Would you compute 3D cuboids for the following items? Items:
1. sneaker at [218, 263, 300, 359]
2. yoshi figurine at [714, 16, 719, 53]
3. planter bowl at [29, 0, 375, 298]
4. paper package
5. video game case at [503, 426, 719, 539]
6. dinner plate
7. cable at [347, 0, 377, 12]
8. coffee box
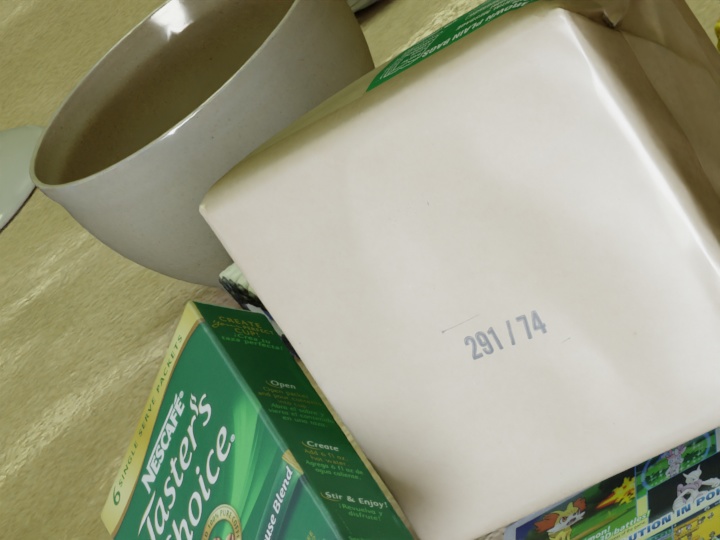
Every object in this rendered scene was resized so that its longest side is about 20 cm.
[{"bbox_3d":[0.000,0.000,1.440,0.089,0.079,0.200,-47,24,-11],"label":"sneaker"},{"bbox_3d":[0.262,-0.143,1.288,0.200,0.113,0.112,-40,39,-6],"label":"yoshi figurine"},{"bbox_3d":[-0.065,-0.068,1.581,0.200,0.135,0.200,-34,22,16],"label":"planter bowl"},{"bbox_3d":[0.069,-0.009,1.179,0.199,0.191,0.104,-27,13,32],"label":"paper package"},{"bbox_3d":[0.139,0.115,1.100,0.199,0.022,0.183,-31,25,21],"label":"video game case"},{"bbox_3d":[-0.303,-0.040,2.028,0.200,0.024,0.200,-33,23,16],"label":"dinner plate"},{"bbox_3d":[-0.022,-0.226,1.883,0.200,0.069,0.200,-36,24,8],"label":"cable"},{"bbox_3d":[-0.046,0.115,1.222,0.123,0.044,0.200,-66,32,22],"label":"coffee box"}]
